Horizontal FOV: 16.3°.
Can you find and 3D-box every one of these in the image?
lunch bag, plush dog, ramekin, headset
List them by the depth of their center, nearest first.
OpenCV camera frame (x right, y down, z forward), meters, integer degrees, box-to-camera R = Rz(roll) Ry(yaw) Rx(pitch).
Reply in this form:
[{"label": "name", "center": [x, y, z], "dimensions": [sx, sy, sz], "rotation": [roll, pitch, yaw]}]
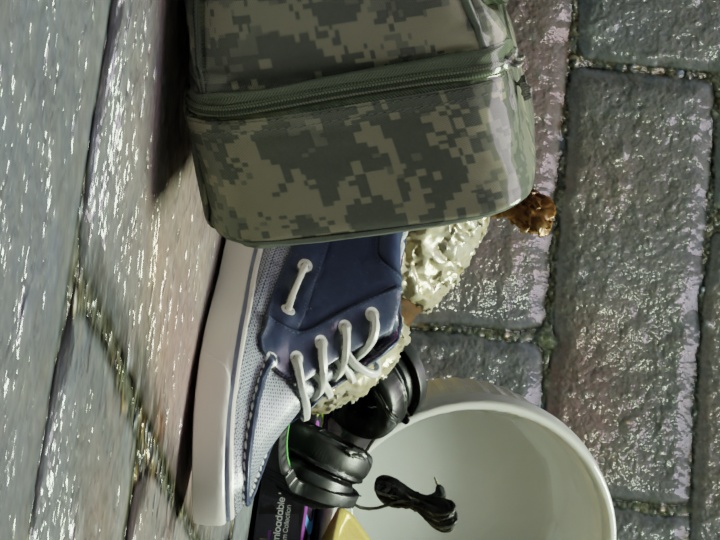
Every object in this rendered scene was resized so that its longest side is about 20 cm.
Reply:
[{"label": "lunch bag", "center": [-0.004, -0.115, 1.018], "dimensions": [0.200, 0.139, 0.169], "rotation": [-77, 156, -72]}, {"label": "plush dog", "center": [0.000, 0.000, 1.378], "dimensions": [0.172, 0.160, 0.200], "rotation": [-61, 177, 1]}, {"label": "headset", "center": [0.001, 0.098, 1.531], "dimensions": [0.124, 0.094, 0.200], "rotation": [-55, 151, -18]}, {"label": "ramekin", "center": [0.064, 0.166, 1.688], "dimensions": [0.105, 0.199, 0.201], "rotation": [-116, -149, -74]}]

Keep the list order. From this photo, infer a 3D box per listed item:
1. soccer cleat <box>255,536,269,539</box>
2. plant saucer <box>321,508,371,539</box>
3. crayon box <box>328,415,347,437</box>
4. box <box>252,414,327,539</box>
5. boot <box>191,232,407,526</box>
[{"label": "soccer cleat", "center": [-0.053, 0.197, 1.347], "dimensions": [0.200, 0.068, 0.074], "rotation": [-52, 159, -85]}, {"label": "plant saucer", "center": [0.017, 0.269, 1.551], "dimensions": [0.200, 0.048, 0.200], "rotation": [55, 14, -12]}, {"label": "crayon box", "center": [-0.014, 0.031, 1.775], "dimensions": [0.200, 0.058, 0.173], "rotation": [90, 7, -66]}, {"label": "box", "center": [-0.048, 0.174, 1.634], "dimensions": [0.143, 0.036, 0.201], "rotation": [91, 6, -58]}, {"label": "boot", "center": [-0.027, 0.038, 1.206], "dimensions": [0.073, 0.090, 0.201], "rotation": [93, 4, -51]}]
